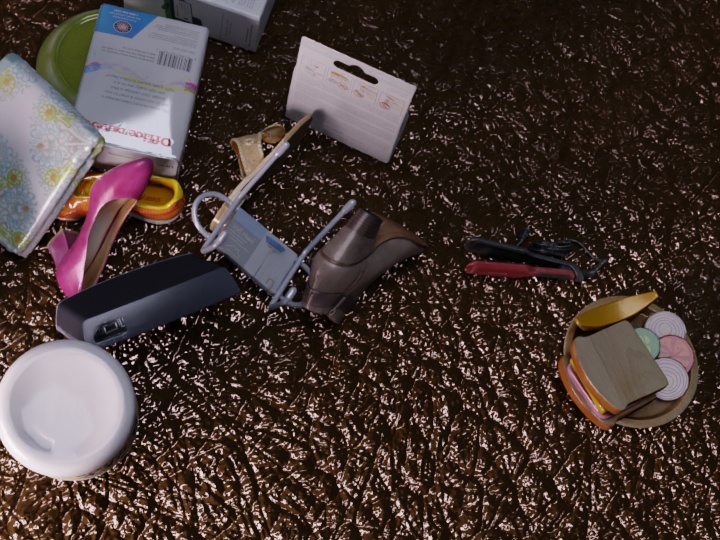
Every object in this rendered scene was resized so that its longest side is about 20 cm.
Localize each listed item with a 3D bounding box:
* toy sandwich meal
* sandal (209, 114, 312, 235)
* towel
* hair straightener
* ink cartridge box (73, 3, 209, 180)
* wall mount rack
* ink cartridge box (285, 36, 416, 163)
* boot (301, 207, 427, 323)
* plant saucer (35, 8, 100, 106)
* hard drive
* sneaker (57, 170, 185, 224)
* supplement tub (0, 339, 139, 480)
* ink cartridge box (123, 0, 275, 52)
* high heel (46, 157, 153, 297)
[{"bbox_3d":[0.352,0.112,1.611,0.205,0.070,0.205,4,64,-9],"label":"toy sandwich meal"},{"bbox_3d":[-0.149,-0.145,1.636,0.070,0.078,0.212,34,69,4],"label":"sandal"},{"bbox_3d":[-0.425,-0.140,1.537,0.171,0.048,0.200,42,108,11],"label":"towel"},{"bbox_3d":[0.236,-0.028,1.672,0.200,0.041,0.077,3,65,-9],"label":"hair straightener"},{"bbox_3d":[-0.287,-0.226,1.611,0.144,0.085,0.200,12,67,-8],"label":"ink cartridge box"},{"bbox_3d":[-0.105,-0.053,1.566,0.200,0.075,0.174,41,60,-17],"label":"wall mount rack"},{"bbox_3d":[-0.011,-0.235,1.634,0.162,0.200,0.050,25,63,1],"label":"ink cartridge box"},{"bbox_3d":[0.000,0.000,1.585,0.070,0.200,0.146,34,97,31],"label":"boot"},{"bbox_3d":[-0.339,-0.281,1.689,0.200,0.031,0.200,4,64,-8],"label":"plant saucer"},{"bbox_3d":[-0.260,0.034,1.498,0.200,0.135,0.042,-22,111,-25],"label":"hard drive"},{"bbox_3d":[-0.324,-0.105,1.583,0.200,0.077,0.073,0,67,-9],"label":"sneaker"},{"bbox_3d":[-0.320,0.159,1.376,0.145,0.200,0.145,2,79,-8],"label":"supplement tub"},{"bbox_3d":[-0.218,-0.414,1.744,0.200,0.084,0.146,18,63,-1],"label":"ink cartridge box"},{"bbox_3d":[-0.306,-0.047,1.511,0.200,0.067,0.096,-40,65,20],"label":"high heel"}]
